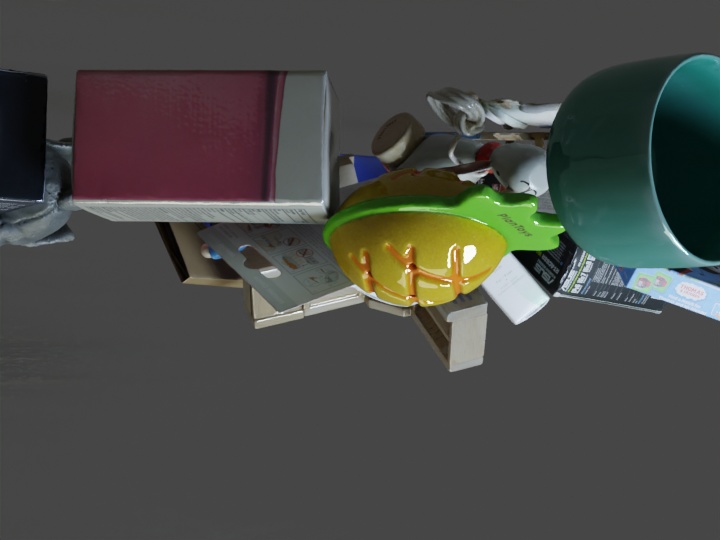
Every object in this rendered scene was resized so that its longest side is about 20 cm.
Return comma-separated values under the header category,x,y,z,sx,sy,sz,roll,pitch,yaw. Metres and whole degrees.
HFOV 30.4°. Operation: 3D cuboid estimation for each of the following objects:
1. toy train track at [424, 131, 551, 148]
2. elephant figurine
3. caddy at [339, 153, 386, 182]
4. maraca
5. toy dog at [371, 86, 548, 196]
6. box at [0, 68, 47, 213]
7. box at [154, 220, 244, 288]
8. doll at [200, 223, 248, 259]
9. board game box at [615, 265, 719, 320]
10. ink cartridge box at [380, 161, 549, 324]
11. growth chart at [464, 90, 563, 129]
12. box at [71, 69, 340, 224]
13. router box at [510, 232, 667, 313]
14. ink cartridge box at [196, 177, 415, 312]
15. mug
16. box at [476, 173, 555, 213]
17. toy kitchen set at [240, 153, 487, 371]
category,x,y,z,sx,sy,sz,roll,pitch,yaw
toy train track,0.113,-0.113,1.231,0.200,0.033,0.115,4,-173,26
elephant figurine,-0.337,-0.090,1.328,0.142,0.155,0.200,-42,-177,6
caddy,-0.034,-0.069,1.470,0.200,0.105,0.141,3,175,-19
maraca,0.063,-0.029,1.039,0.200,0.107,0.137,-10,157,37
toy dog,0.073,-0.073,1.141,0.132,0.096,0.200,32,170,-10
box,-0.362,-0.103,1.088,0.148,0.107,0.200,3,175,-34
box,-0.152,-0.051,1.482,0.021,0.164,0.200,-40,154,28
doll,-0.121,-0.073,1.334,0.048,0.136,0.200,30,-176,-30
board game box,0.338,0.003,1.306,0.200,0.037,0.151,20,-157,-13
ink cartridge box,0.099,-0.047,1.345,0.050,0.200,0.161,-38,-167,4
growth chart,0.198,-0.134,1.120,0.200,0.018,0.145,0,176,17
box,-0.120,-0.098,1.073,0.200,0.109,0.128,1,176,4
router box,0.226,-0.038,1.418,0.150,0.062,0.200,8,-154,-31
ink cartridge box,-0.023,-0.012,1.190,0.200,0.047,0.160,-19,-144,-27
mug,0.220,-0.076,0.979,0.185,0.152,0.114,5,175,-43
box,0.222,-0.080,1.246,0.200,0.050,0.198,-6,-170,-23
toy kitchen set,0.000,0.000,1.323,0.200,0.163,0.180,-13,-141,-17
